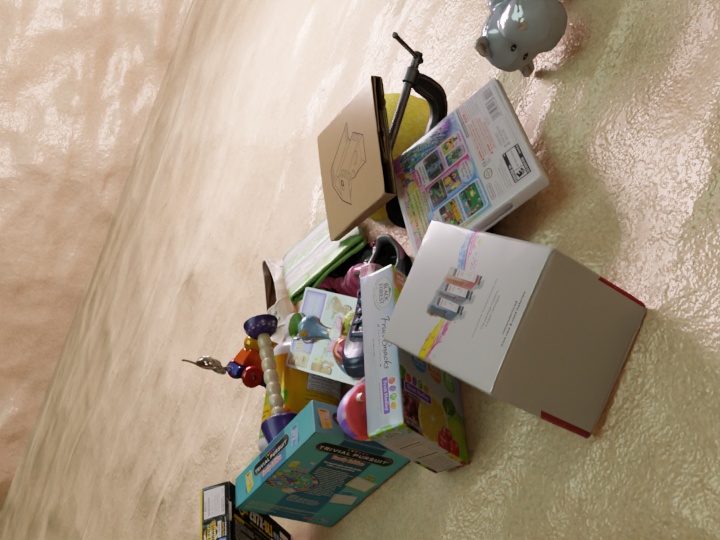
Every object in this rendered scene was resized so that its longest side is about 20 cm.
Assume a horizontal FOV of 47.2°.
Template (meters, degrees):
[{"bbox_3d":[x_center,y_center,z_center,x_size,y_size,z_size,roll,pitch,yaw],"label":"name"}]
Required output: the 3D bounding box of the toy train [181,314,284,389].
[{"bbox_3d":[-0.171,0.121,1.301,0.084,0.198,0.117,9,76,60],"label":"toy train"}]

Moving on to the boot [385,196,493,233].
[{"bbox_3d":[0.097,-0.044,1.061,0.199,0.076,0.170,-22,51,46],"label":"boot"}]

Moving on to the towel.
[{"bbox_3d":[-0.058,-0.028,1.271,0.149,0.031,0.200,-42,19,7],"label":"towel"}]

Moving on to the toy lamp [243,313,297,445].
[{"bbox_3d":[-0.119,0.158,1.128,0.058,0.058,0.202,-43,52,39],"label":"toy lamp"}]

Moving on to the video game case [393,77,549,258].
[{"bbox_3d":[0.123,-0.119,1.003,0.181,0.024,0.202,-37,41,24],"label":"video game case"}]

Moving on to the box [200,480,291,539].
[{"bbox_3d":[-0.147,0.400,1.102,0.049,0.201,0.161,-21,48,10],"label":"box"}]

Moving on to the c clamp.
[{"bbox_3d":[0.062,-0.201,1.134,0.027,0.170,0.203,16,93,36],"label":"c clamp"}]

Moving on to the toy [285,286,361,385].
[{"bbox_3d":[-0.015,0.092,1.110,0.198,0.047,0.117,11,82,31],"label":"toy"}]

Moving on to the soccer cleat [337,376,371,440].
[{"bbox_3d":[0.010,0.159,0.976,0.076,0.200,0.068,-23,90,24],"label":"soccer cleat"}]

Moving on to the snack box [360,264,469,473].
[{"bbox_3d":[0.062,0.114,0.955,0.052,0.142,0.202,-23,50,27],"label":"snack box"}]

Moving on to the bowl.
[{"bbox_3d":[0.014,-0.190,1.261,0.200,0.107,0.203,-38,42,45],"label":"bowl"}]

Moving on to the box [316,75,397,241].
[{"bbox_3d":[-0.009,-0.147,1.135,0.200,0.021,0.166,147,119,-61],"label":"box"}]

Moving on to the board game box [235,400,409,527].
[{"bbox_3d":[-0.049,0.254,1.059,0.200,0.149,0.047,-48,36,34],"label":"board game box"}]

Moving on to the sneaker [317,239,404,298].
[{"bbox_3d":[0.000,0.000,1.226,0.199,0.079,0.096,-11,42,56],"label":"sneaker"}]

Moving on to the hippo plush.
[{"bbox_3d":[0.179,-0.338,1.014,0.199,0.158,0.163,-13,61,56],"label":"hippo plush"}]

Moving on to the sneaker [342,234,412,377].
[{"bbox_3d":[0.013,0.040,1.042,0.069,0.083,0.201,-7,41,28],"label":"sneaker"}]

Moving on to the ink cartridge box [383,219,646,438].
[{"bbox_3d":[0.148,0.052,0.836,0.199,0.144,0.146,23,88,60],"label":"ink cartridge box"}]

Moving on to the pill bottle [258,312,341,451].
[{"bbox_3d":[-0.083,0.170,1.206,0.111,0.110,0.203,-26,52,51],"label":"pill bottle"}]

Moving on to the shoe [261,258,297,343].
[{"bbox_3d":[-0.147,0.062,1.438,0.070,0.053,0.202,-44,38,38],"label":"shoe"}]
